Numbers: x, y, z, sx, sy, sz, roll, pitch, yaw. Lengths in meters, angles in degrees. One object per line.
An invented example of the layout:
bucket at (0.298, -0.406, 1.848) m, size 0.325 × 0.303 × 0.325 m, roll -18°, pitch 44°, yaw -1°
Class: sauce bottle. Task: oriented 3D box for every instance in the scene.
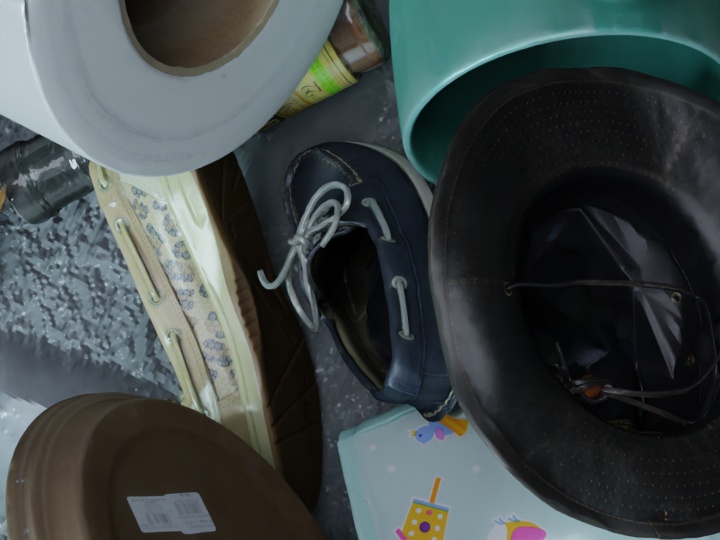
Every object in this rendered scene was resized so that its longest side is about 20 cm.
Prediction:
sauce bottle at (-0.083, -0.084, 1.120) m, size 0.199 × 0.065 × 0.065 m, roll -28°, pitch 80°, yaw 12°

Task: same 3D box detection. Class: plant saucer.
plant saucer at (-0.063, 0.132, 0.951) m, size 0.029 × 0.200 × 0.201 m, roll -37°, pitch 78°, yaw 25°

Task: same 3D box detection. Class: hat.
hat at (0.100, 0.020, 0.955) m, size 0.200 × 0.081 × 0.202 m, roll 7°, pitch 69°, yaw -19°

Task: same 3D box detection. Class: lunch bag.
lunch bag at (0.096, 0.133, 1.033) m, size 0.170 × 0.122 × 0.201 m, roll -21°, pitch 87°, yaw 12°

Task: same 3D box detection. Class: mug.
mug at (0.099, -0.120, 1.022) m, size 0.185 × 0.152 × 0.115 m, roll -28°, pitch 56°, yaw 37°

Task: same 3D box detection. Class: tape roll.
tape roll at (-0.113, -0.157, 1.011) m, size 0.139 × 0.202 × 0.203 m, roll 26°, pitch 93°, yaw 34°

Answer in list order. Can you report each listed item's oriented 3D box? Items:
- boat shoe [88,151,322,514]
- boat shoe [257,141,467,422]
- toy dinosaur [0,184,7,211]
boat shoe at (-0.070, 0.029, 1.096) m, size 0.062 × 0.073 × 0.201 m, roll -14°, pitch 96°, yaw 18°
boat shoe at (0.000, 0.000, 1.044) m, size 0.075 × 0.062 × 0.200 m, roll -66°, pitch 33°, yaw 29°
toy dinosaur at (-0.209, -0.016, 1.148) m, size 0.060 × 0.106 × 0.201 m, roll -6°, pitch 80°, yaw -15°
